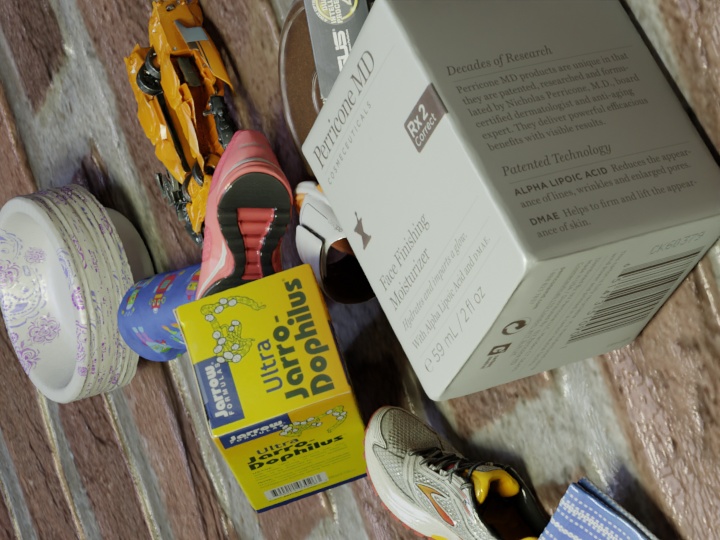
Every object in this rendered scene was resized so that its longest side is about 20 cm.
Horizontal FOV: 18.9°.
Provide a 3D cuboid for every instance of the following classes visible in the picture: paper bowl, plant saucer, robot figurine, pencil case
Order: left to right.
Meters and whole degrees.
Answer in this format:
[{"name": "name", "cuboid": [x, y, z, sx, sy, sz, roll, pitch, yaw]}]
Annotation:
[{"name": "paper bowl", "cuboid": [-0.264, 0.018, 2.057, 0.200, 0.104, 0.202, 34, 131, 51]}, {"name": "robot figurine", "cuboid": [-0.136, -0.121, 1.816, 0.201, 0.058, 0.145, 66, 150, 17]}, {"name": "pencil case", "cuboid": [-0.138, 0.036, 1.874, 0.200, 0.087, 0.078, -11, 52, 60]}, {"name": "plant saucer", "cuboid": [-0.011, -0.131, 1.622, 0.200, 0.032, 0.201, 36, 134, 49]}]

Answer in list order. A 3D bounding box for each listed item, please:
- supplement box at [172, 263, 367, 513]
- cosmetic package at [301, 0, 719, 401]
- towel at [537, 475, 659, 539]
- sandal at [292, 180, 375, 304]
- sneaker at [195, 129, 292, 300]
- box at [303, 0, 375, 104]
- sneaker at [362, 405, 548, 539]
[{"name": "supplement box", "cuboid": [-0.060, 0.093, 1.641, 0.200, 0.109, 0.109, 72, 179, -67]}, {"name": "cosmetic package", "cuboid": [0.094, -0.059, 1.331, 0.201, 0.164, 0.165, 62, 147, 23]}, {"name": "towel", "cuboid": [0.158, 0.249, 1.452, 0.145, 0.024, 0.201, 41, 132, 19]}, {"name": "sandal", "cuboid": [-0.004, -0.005, 1.607, 0.206, 0.059, 0.079, 32, 163, 51]}, {"name": "sneaker", "cuboid": [-0.091, -0.026, 1.722, 0.087, 0.073, 0.201, -100, 18, -46]}, {"name": "box", "cuboid": [-0.006, -0.215, 1.458, 0.161, 0.049, 0.202, -31, -70, -78]}, {"name": "sneaker", "cuboid": [0.080, 0.160, 1.563, 0.200, 0.078, 0.083, 41, 134, 31]}]
